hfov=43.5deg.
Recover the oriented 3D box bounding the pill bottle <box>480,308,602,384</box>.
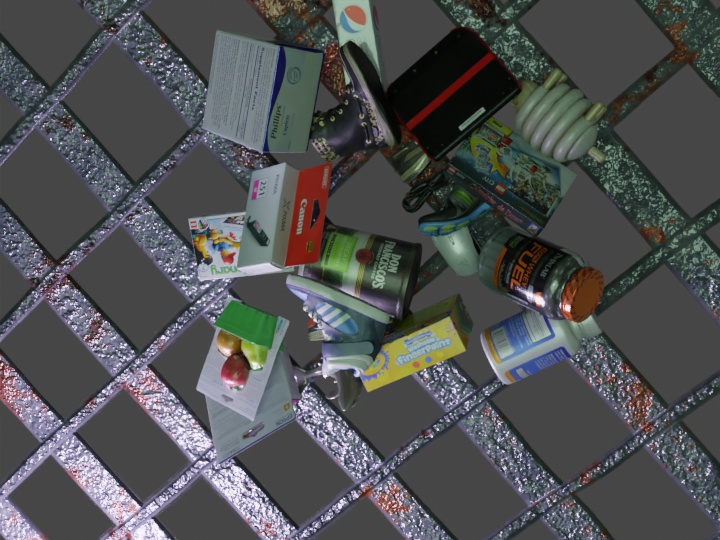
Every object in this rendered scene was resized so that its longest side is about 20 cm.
[{"bbox_3d":[0.330,0.118,1.636,0.200,0.112,0.112,-28,96,16],"label":"pill bottle"}]

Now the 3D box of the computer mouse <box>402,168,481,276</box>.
[{"bbox_3d":[0.163,-0.078,1.661,0.110,0.044,0.200,-29,95,16],"label":"computer mouse"}]

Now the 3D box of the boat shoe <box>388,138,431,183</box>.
[{"bbox_3d":[0.126,-0.245,1.615,0.073,0.074,0.200,44,107,-1],"label":"boat shoe"}]

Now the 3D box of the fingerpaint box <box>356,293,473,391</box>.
[{"bbox_3d":[0.100,0.132,1.660,0.200,0.167,0.073,-25,97,16],"label":"fingerpaint box"}]

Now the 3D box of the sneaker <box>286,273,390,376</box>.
[{"bbox_3d":[-0.060,0.105,1.572,0.200,0.081,0.147,23,93,3],"label":"sneaker"}]

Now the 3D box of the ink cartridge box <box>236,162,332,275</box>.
[{"bbox_3d":[-0.139,-0.099,1.638,0.173,0.044,0.200,-9,66,41],"label":"ink cartridge box"}]

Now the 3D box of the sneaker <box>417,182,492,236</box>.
[{"bbox_3d":[0.181,-0.124,1.608,0.199,0.071,0.083,-31,83,-16],"label":"sneaker"}]

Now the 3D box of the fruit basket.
[{"bbox_3d":[-0.227,0.167,1.749,0.185,0.094,0.200,17,93,41],"label":"fruit basket"}]

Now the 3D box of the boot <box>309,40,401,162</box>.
[{"bbox_3d":[-0.030,-0.287,1.581,0.150,0.073,0.200,-17,121,24],"label":"boot"}]

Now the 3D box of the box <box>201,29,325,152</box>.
[{"bbox_3d":[-0.176,-0.318,1.600,0.200,0.105,0.184,27,112,44],"label":"box"}]

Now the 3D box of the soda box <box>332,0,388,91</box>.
[{"bbox_3d":[0.000,-0.413,1.608,0.068,0.064,0.200,-7,102,14],"label":"soda box"}]

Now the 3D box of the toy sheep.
[{"bbox_3d":[0.341,-0.255,1.538,0.200,0.138,0.138,44,109,18],"label":"toy sheep"}]

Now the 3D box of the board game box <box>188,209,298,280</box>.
[{"bbox_3d":[-0.228,-0.053,1.757,0.200,0.035,0.126,-6,102,13],"label":"board game box"}]

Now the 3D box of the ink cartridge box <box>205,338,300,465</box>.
[{"bbox_3d":[-0.211,0.254,1.759,0.196,0.043,0.200,-32,52,18],"label":"ink cartridge box"}]

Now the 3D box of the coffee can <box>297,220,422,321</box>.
[{"bbox_3d":[0.000,0.000,1.661,0.200,0.146,0.147,13,105,9],"label":"coffee can"}]

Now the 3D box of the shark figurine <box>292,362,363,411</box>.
[{"bbox_3d":[-0.057,0.189,1.739,0.214,0.128,0.090,11,136,52],"label":"shark figurine"}]

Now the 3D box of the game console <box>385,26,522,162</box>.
[{"bbox_3d":[0.157,-0.311,1.574,0.200,0.031,0.177,-40,69,12],"label":"game console"}]

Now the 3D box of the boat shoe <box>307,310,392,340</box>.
[{"bbox_3d":[-0.022,0.109,1.702,0.200,0.071,0.063,2,87,39],"label":"boat shoe"}]

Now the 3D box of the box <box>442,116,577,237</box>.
[{"bbox_3d":[0.262,-0.169,1.580,0.200,0.038,0.137,35,65,3],"label":"box"}]

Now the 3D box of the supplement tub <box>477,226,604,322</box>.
[{"bbox_3d":[0.312,0.009,1.567,0.200,0.122,0.123,27,111,40],"label":"supplement tub"}]
